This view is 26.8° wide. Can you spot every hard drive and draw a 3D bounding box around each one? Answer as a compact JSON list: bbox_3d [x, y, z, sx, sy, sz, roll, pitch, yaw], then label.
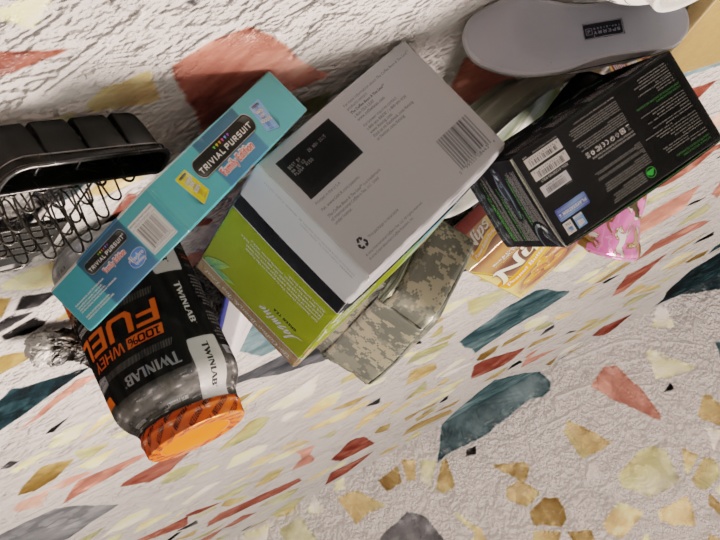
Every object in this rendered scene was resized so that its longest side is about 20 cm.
[{"bbox_3d":[-0.104,0.004,1.486,0.200,0.025,0.133,112,3,-59],"label":"hard drive"}]

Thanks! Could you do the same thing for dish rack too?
[{"bbox_3d":[-0.253,-0.044,1.159,0.153,0.055,0.200,-12,153,-45],"label":"dish rack"}]

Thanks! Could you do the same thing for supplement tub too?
[{"bbox_3d":[-0.188,0.061,1.362,0.122,0.201,0.123,-26,165,-7],"label":"supplement tub"}]

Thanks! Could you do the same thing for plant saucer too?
[{"bbox_3d":[0.135,-0.139,1.522,0.200,0.050,0.200,-40,168,-11],"label":"plant saucer"}]

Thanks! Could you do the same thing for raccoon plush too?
[{"bbox_3d":[-0.222,0.058,1.527,0.199,0.097,0.134,-10,150,-49],"label":"raccoon plush"}]

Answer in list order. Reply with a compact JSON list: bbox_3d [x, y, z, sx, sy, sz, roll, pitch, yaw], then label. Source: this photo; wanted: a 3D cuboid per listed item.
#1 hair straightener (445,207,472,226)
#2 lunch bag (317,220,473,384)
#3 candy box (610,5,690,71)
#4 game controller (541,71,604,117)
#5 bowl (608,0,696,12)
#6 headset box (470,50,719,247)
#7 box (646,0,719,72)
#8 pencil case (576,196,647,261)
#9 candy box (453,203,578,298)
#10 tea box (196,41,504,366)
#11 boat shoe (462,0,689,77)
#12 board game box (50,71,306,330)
[{"bbox_3d":[0.118,-0.074,1.699,0.199,0.077,0.041,-30,-168,5],"label":"hair straightener"},{"bbox_3d":[0.000,0.000,1.584,0.200,0.167,0.140,-46,-165,56],"label":"lunch bag"},{"bbox_3d":[0.321,-0.257,1.461,0.115,0.056,0.200,-23,165,-18],"label":"candy box"},{"bbox_3d":[0.220,-0.156,1.553,0.105,0.042,0.200,-62,164,14],"label":"game controller"},{"bbox_3d":[0.255,-0.275,1.237,0.199,0.095,0.201,-25,165,-7],"label":"bowl"},{"bbox_3d":[0.200,-0.103,1.368,0.173,0.093,0.200,-34,-174,-8],"label":"headset box"},{"bbox_3d":[0.359,-0.250,1.374,0.162,0.021,0.200,-19,161,-30],"label":"box"},{"bbox_3d":[0.293,-0.115,1.681,0.082,0.202,0.087,12,-166,5],"label":"pencil case"},{"bbox_3d":[0.179,-0.039,1.711,0.115,0.055,0.200,-43,158,11],"label":"candy box"},{"bbox_3d":[-0.011,-0.055,1.316,0.200,0.134,0.197,-43,177,-32],"label":"tea box"},{"bbox_3d":[0.187,-0.202,1.334,0.198,0.074,0.065,-1,174,-1],"label":"boat shoe"},{"bbox_3d":[-0.141,-0.057,1.190,0.151,0.047,0.200,-40,-172,39],"label":"board game box"}]
